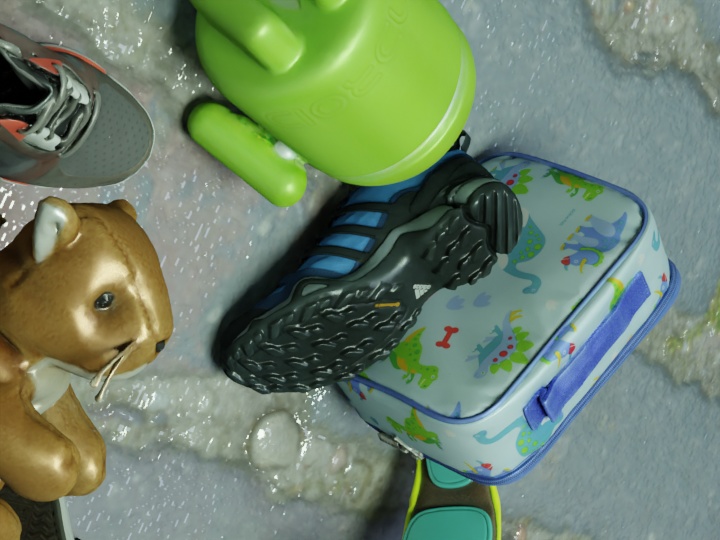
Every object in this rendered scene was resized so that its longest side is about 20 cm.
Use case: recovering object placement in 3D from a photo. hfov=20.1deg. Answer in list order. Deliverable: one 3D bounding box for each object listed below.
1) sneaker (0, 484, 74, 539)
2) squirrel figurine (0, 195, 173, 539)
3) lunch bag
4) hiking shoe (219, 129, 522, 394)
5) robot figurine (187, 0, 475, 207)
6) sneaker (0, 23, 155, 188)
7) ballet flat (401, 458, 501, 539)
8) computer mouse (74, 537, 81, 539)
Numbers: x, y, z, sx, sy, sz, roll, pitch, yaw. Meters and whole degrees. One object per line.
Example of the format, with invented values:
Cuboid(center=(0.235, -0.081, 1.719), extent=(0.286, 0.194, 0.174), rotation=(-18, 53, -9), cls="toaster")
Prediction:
Cuboid(center=(-0.163, 0.194, 1.051), extent=(0.073, 0.200, 0.085), rotation=(-6, 147, -9), cls="sneaker")
Cuboid(center=(-0.188, 0.023, 0.939), extent=(0.187, 0.200, 0.141), rotation=(-47, 165, 14), cls="squirrel figurine")
Cuboid(center=(0.088, 0.029, 1.240), extent=(0.200, 0.161, 0.083), rotation=(-49, 134, -20), cls="lunch bag")
Cuboid(center=(0.000, 0.000, 1.207), extent=(0.200, 0.087, 0.074), rotation=(-32, 131, -3), cls="hiking shoe")
Cuboid(center=(-0.011, -0.118, 1.106), extent=(0.176, 0.116, 0.200), rotation=(-53, 144, 1), cls="robot figurine")
Cuboid(center=(-0.168, -0.080, 0.999), extent=(0.200, 0.082, 0.077), rotation=(21, 91, -47), cls="sneaker")
Cuboid(center=(0.063, 0.153, 1.301), extent=(0.067, 0.067, 0.200), rotation=(52, 39, -61), cls="ballet flat")
Cuboid(center=(-0.137, 0.213, 1.186), extent=(0.059, 0.034, 0.200), rotation=(-56, 136, -13), cls="computer mouse")
